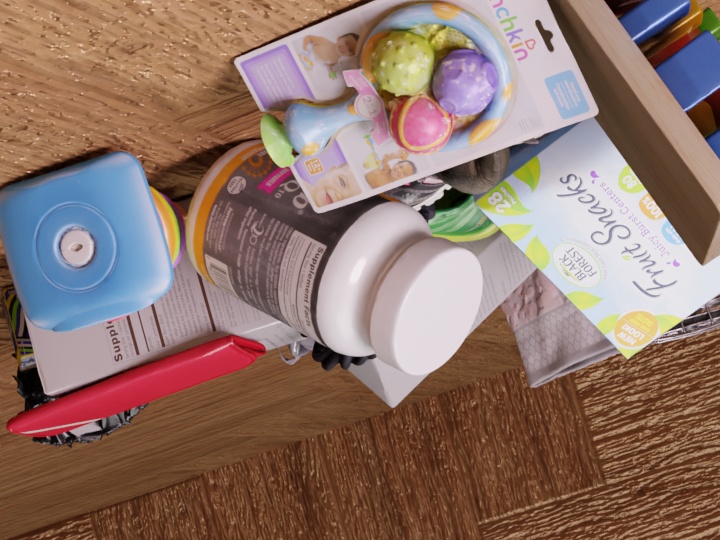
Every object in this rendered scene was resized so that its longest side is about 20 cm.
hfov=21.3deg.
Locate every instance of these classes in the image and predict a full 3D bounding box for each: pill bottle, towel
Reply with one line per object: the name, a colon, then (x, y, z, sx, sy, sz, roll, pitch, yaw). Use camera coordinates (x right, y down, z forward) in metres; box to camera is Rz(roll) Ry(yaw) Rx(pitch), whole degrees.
pill bottle: (-0.019, -0.008, 1.348, 0.200, 0.117, 0.116, 26, -162, 34)
towel: (0.183, -0.002, 1.766, 0.032, 0.192, 0.200, -15, 171, -33)

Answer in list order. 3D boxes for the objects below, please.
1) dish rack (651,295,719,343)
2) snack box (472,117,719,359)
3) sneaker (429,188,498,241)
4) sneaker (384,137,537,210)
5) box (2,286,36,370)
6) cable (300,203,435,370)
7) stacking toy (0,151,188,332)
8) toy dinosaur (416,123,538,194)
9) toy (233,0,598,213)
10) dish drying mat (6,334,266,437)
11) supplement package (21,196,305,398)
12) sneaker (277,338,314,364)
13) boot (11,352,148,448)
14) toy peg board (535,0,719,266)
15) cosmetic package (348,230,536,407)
dish rack: (0.281, -0.029, 1.786, 0.153, 0.201, 0.055, -16, 159, -3)
snack box: (0.204, -0.053, 1.442, 0.168, 0.200, 0.068, -37, -151, 17)
sneaker: (0.024, -0.054, 1.624, 0.199, 0.074, 0.084, -15, 146, 9)
sneaker: (0.056, -0.100, 1.373, 0.200, 0.074, 0.087, -26, 168, 22)
box: (-0.206, 0.028, 1.660, 0.199, 0.064, 0.070, -15, 170, -14)
cable: (0.000, 0.000, 1.494, 0.051, 0.200, 0.163, 29, 119, -21)
stacking toy: (-0.168, -0.026, 1.380, 0.116, 0.110, 0.200, -16, -178, 15)
toy dinosaur: (0.066, -0.093, 1.254, 0.077, 0.103, 0.200, -17, -155, -37)
toy: (0.027, -0.104, 1.146, 0.200, 0.115, 0.047, -17, -158, 28)
dish drying mat: (-0.175, 0.092, 1.499, 0.199, 0.018, 0.077, -20, 165, 14)
supplement package: (-0.160, 0.022, 1.538, 0.199, 0.120, 0.121, -17, 170, 4)
sneaker: (-0.004, 0.009, 1.737, 0.199, 0.115, 0.075, -20, 170, 17)
boot: (-0.220, 0.085, 1.722, 0.198, 0.074, 0.163, -10, -156, -10)
toy peg board: (0.196, -0.124, 1.172, 0.098, 0.200, 0.199, -35, 169, 1)
cosmetic package: (0.067, 0.014, 1.690, 0.200, 0.071, 0.102, -44, 150, -13)
